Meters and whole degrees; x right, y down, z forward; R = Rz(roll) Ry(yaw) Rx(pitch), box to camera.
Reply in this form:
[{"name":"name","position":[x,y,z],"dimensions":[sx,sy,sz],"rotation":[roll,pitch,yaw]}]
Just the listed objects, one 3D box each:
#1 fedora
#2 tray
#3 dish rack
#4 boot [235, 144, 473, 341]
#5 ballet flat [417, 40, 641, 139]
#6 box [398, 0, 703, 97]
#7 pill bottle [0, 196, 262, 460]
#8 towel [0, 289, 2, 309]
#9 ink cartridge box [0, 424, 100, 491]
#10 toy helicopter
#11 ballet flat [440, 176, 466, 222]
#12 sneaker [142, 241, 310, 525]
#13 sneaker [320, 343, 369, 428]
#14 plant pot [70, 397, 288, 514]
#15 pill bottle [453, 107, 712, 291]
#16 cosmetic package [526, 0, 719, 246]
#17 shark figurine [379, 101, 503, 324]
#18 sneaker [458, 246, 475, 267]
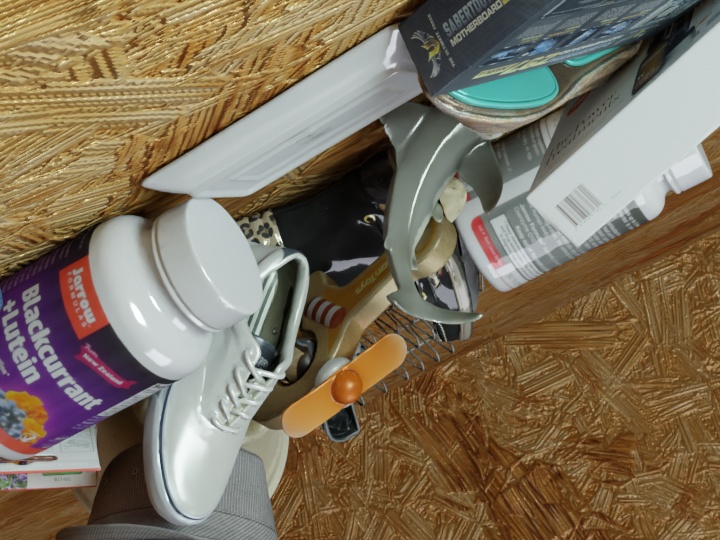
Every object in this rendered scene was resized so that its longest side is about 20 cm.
[{"name":"fedora","position":[-0.124,0.176,1.205],"dimensions":[0.176,0.091,0.199],"rotation":[23,150,-33]},{"name":"tray","position":[-0.030,-0.090,1.014],"dimensions":[0.199,0.022,0.107],"rotation":[-29,169,26]},{"name":"dish rack","position":[0.029,0.035,1.420],"dimensions":[0.199,0.054,0.154],"rotation":[-30,132,-20]},{"name":"boot","position":[0.000,0.000,1.267],"dimensions":[0.149,0.074,0.201],"rotation":[-21,139,2]},{"name":"ballet flat","position":[0.098,-0.114,1.013],"dimensions":[0.199,0.068,0.067],"rotation":[-21,160,-40]},{"name":"box","position":[0.140,-0.167,0.920],"dimensions":[0.199,0.051,0.157],"rotation":[-19,169,-38]},{"name":"pill bottle","position":[-0.165,0.033,1.074],"dimensions":[0.199,0.112,0.111],"rotation":[-28,171,20]},{"name":"towel","position":[-0.287,0.027,0.915],"dimensions":[0.111,0.049,0.200],"rotation":[-27,170,16]},{"name":"ink cartridge box","position":[-0.243,0.122,1.194],"dimensions":[0.108,0.051,0.200],"rotation":[-1,-162,-12]},{"name":"toy helicopter","position":[-0.009,0.037,1.161],"dimensions":[0.200,0.133,0.079],"rotation":[-43,123,17]},{"name":"ballet flat","position":[-0.006,-0.020,1.320],"dimensions":[0.198,0.067,0.057],"rotation":[-24,-152,9]},{"name":"sneaker","position":[-0.087,0.070,1.108],"dimensions":[0.073,0.202,0.070],"rotation":[28,157,-36]},{"name":"sneaker","position":[-0.048,0.067,1.456],"dimensions":[0.075,0.081,0.200],"rotation":[13,152,36]},{"name":"plant pot","position":[-0.136,0.101,1.329],"dimensions":[0.199,0.202,0.184],"rotation":[-21,165,-22]},{"name":"pill bottle","position":[0.177,-0.074,1.361],"dimensions":[0.199,0.115,0.114],"rotation":[-26,171,15]},{"name":"cosmetic package","position":[0.198,-0.122,1.043],"dimensions":[0.200,0.052,0.151],"rotation":[-43,-172,33]},{"name":"shark figurine","position":[0.037,-0.063,1.104],"dimensions":[0.127,0.216,0.089],"rotation":[5,152,42]},{"name":"sneaker","position":[0.131,-0.051,1.529],"dimensions":[0.198,0.078,0.080],"rotation":[-20,179,-26]}]
